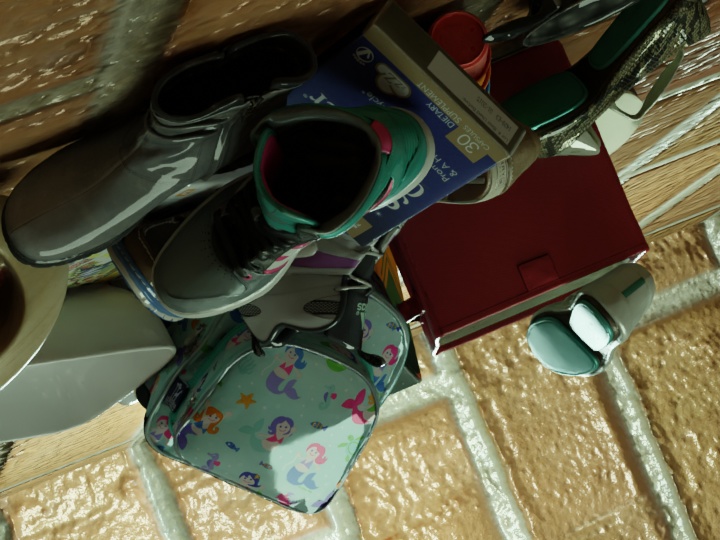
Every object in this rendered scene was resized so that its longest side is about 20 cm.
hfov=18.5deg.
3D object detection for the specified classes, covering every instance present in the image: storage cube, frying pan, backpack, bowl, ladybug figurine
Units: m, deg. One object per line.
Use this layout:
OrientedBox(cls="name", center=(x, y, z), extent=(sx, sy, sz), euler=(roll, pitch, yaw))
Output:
OrientedBox(cls="storage cube", center=(0.103, -0.053, 1.735), extent=(0.199, 0.180, 0.171), euler=(-22, 173, -2))
OrientedBox(cls="frying pan", center=(0.129, -0.173, 1.492), extent=(0.190, 0.031, 0.115), euler=(-21, 173, -28))
OrientedBox(cls="backpack", center=(-0.061, 0.076, 1.710), extent=(0.200, 0.177, 0.151), euler=(-58, -157, 11))
OrientedBox(cls="bowl", center=(-0.262, 0.069, 1.668), extent=(0.200, 0.075, 0.200), euler=(-8, 161, -36))
OrientedBox(cls="ladybug figurine", center=(-0.277, 0.026, 1.379), extent=(0.200, 0.136, 0.072), euler=(-35, -151, -13))

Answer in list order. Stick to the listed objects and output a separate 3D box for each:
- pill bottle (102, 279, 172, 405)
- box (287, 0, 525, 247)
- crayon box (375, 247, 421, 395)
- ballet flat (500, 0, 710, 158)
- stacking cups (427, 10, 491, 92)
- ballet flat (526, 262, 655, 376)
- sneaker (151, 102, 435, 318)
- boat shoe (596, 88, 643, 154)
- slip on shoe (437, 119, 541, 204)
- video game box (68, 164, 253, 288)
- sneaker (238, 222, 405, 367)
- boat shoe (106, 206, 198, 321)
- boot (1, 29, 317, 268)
OrientedBox(cls="pill bottle", center=(-0.125, 0.021, 1.812), extent=(0.200, 0.120, 0.120), euler=(-22, 173, -9))
OrientedBox(cls="box", center=(0.001, -0.085, 1.430), extent=(0.200, 0.121, 0.032), euler=(-31, -158, 51))
OrientedBox(cls="crayon box", center=(-0.029, 0.029, 1.885), extent=(0.127, 0.200, 0.051), euler=(-24, 142, 16))
OrientedBox(cls="ballet flat", center=(0.177, -0.131, 1.626), extent=(0.200, 0.075, 0.068), euler=(-40, -149, 6))
OrientedBox(cls="stacking cups", center=(0.059, -0.132, 1.522), extent=(0.060, 0.061, 0.200), euler=(-23, 170, -1))
OrientedBox(cls="ballet flat", center=(0.185, 0.036, 1.714), extent=(0.069, 0.070, 0.200), euler=(-21, 172, -13))
OrientedBox(cls="sneaker", center=(-0.053, -0.036, 1.326), extent=(0.200, 0.084, 0.121), euler=(-34, 170, 10))
OrientedBox(cls="boat shoe", center=(0.153, -0.116, 1.923), extent=(0.200, 0.071, 0.063), euler=(-28, -146, 22))
OrientedBox(cls="slip on shoe", center=(0.033, -0.085, 1.501), extent=(0.200, 0.076, 0.061), euler=(4, -157, 45))
OrientedBox(cls="video game box", center=(-0.153, -0.042, 1.558), extent=(0.200, 0.047, 0.182), euler=(-27, 170, 28))
OrientedBox(cls="sneaker", center=(0.000, 0.000, 1.594), extent=(0.200, 0.140, 0.078), euler=(-25, 168, 17))
OrientedBox(cls="boat shoe", center=(-0.104, -0.016, 1.486), extent=(0.072, 0.072, 0.200), euler=(-36, 172, 15))
OrientedBox(cls="boot", center=(-0.126, -0.080, 1.319), extent=(0.200, 0.070, 0.132), euler=(-32, 173, -16))
